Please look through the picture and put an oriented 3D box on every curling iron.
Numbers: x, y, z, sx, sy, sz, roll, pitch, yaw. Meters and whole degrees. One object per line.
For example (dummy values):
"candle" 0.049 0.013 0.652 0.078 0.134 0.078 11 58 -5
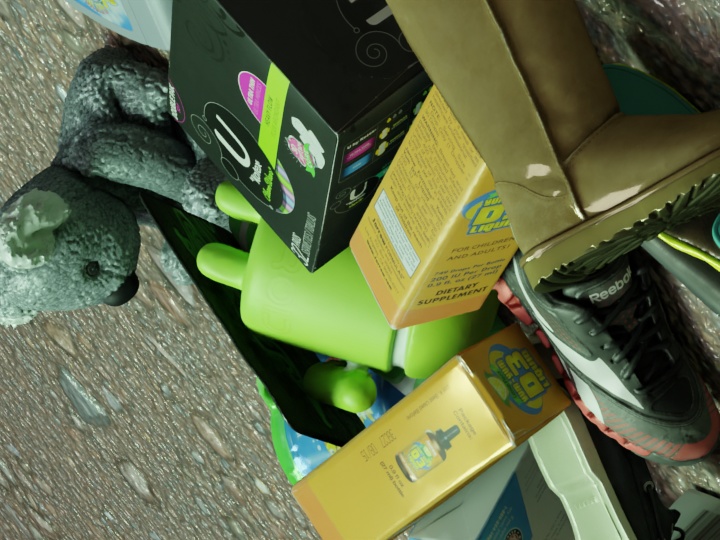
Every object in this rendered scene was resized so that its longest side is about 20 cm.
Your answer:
"curling iron" 0.221 0.035 1.616 0.200 0.026 0.050 41 156 22

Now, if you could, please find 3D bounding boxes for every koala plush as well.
"koala plush" -0.197 -0.044 2.106 0.184 0.200 0.177 47 161 6

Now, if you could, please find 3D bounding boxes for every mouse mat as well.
"mouse mat" -0.065 0.037 1.893 0.200 0.008 0.161 55 -168 21

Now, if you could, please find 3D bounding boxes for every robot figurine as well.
"robot figurine" 0.000 0.000 1.825 0.199 0.176 0.116 15 176 6

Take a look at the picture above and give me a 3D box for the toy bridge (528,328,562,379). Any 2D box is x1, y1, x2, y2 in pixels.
"toy bridge" 0.134 0.067 1.859 0.067 0.027 0.200 42 160 21

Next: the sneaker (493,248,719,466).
"sneaker" 0.148 0.034 1.702 0.201 0.071 0.098 51 163 -2

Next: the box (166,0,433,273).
"box" -0.022 -0.121 1.696 0.149 0.124 0.200 48 161 15

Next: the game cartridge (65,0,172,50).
"game cartridge" -0.190 -0.228 2.001 0.200 0.040 0.134 31 157 42

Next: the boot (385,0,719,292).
"boot" 0.114 -0.112 1.481 0.201 0.175 0.066 66 -162 13

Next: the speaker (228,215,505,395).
"speaker" 0.003 0.006 1.940 0.200 0.088 0.089 40 159 23

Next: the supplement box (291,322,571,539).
"supplement box" 0.042 0.111 1.780 0.067 0.069 0.200 57 138 7

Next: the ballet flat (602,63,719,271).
"ballet flat" 0.188 -0.030 1.521 0.200 0.067 0.067 41 172 19

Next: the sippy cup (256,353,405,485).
"sippy cup" 0.024 0.100 2.021 0.130 0.177 0.140 -25 77 59

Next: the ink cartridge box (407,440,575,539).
"ink cartridge box" 0.132 0.192 1.901 0.067 0.116 0.200 1 142 47

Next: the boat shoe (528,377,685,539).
"boat shoe" 0.167 0.155 1.777 0.074 0.066 0.200 -26 88 60

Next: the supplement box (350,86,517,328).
"supplement box" 0.061 -0.049 1.631 0.069 0.066 0.200 63 150 26

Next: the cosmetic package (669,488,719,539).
"cosmetic package" 0.260 0.245 1.853 0.101 0.071 0.200 17 143 56
